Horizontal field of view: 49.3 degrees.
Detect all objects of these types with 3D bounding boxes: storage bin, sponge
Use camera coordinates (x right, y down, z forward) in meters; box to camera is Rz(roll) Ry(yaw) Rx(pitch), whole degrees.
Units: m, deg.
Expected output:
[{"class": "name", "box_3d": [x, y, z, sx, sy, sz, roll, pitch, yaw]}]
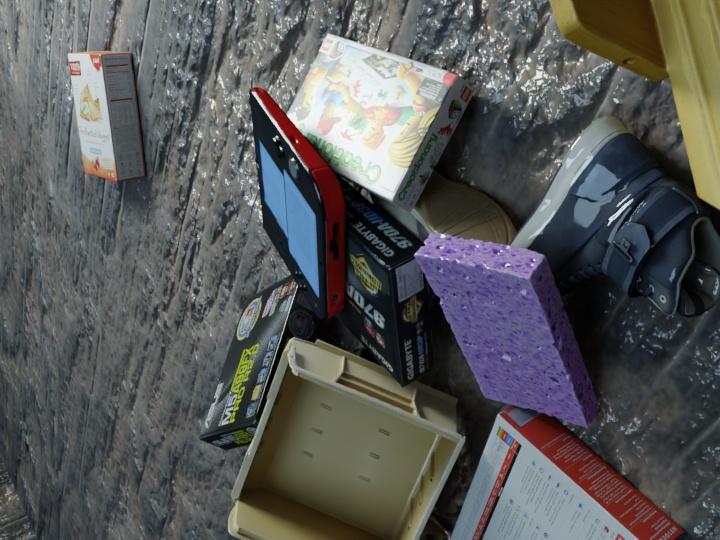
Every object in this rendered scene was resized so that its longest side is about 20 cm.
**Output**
[{"class": "storage bin", "box_3d": [-0.020, 0.201, 0.817, 0.195, 0.094, 0.203, 22, 107, 0]}, {"class": "sponge", "box_3d": [0.127, 0.054, 0.661, 0.110, 0.030, 0.201, 13, 145, 41]}]

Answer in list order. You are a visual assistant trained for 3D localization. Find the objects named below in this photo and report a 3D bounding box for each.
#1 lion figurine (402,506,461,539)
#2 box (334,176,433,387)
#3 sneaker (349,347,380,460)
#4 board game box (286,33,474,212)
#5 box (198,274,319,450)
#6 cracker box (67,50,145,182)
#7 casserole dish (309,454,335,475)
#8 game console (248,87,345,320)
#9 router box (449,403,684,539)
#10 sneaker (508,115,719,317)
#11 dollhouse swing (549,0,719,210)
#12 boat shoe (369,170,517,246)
[{"class": "lion figurine", "box_3d": [0.056, 0.323, 0.915, 0.122, 0.072, 0.203, 41, 118, 45]}, {"class": "box", "box_3d": [0.000, 0.000, 0.822, 0.200, 0.045, 0.161, 44, 151, 43]}, {"class": "sneaker", "box_3d": [-0.014, 0.128, 0.929, 0.199, 0.069, 0.101, 32, 118, 38]}, {"class": "board game box", "box_3d": [0.006, -0.151, 0.771, 0.199, 0.034, 0.128, 31, 95, 43]}, {"class": "box", "box_3d": [-0.120, 0.112, 0.971, 0.159, 0.044, 0.203, -25, 43, 52]}, {"class": "cracker box", "box_3d": [-0.421, -0.258, 1.300, 0.133, 0.057, 0.204, 16, 114, 47]}, {"class": "casserole dish", "box_3d": [-0.057, 0.203, 0.973, 0.121, 0.039, 0.199, 43, 171, -33]}, {"class": "game console", "box_3d": [-0.069, -0.063, 0.811, 0.177, 0.031, 0.202, 51, 154, 33]}, {"class": "router box", "box_3d": [0.179, 0.256, 0.740, 0.179, 0.048, 0.203, 41, 132, 35]}, {"class": "sneaker", "box_3d": [0.191, 0.007, 0.615, 0.147, 0.076, 0.204, 50, 137, 29]}, {"class": "dollhouse swing", "box_3d": [0.227, -0.142, 0.454, 0.199, 0.179, 0.180, -16, 70, 51]}, {"class": "boat shoe", "box_3d": [0.075, -0.045, 0.751, 0.199, 0.071, 0.066, 38, 148, 39]}]
